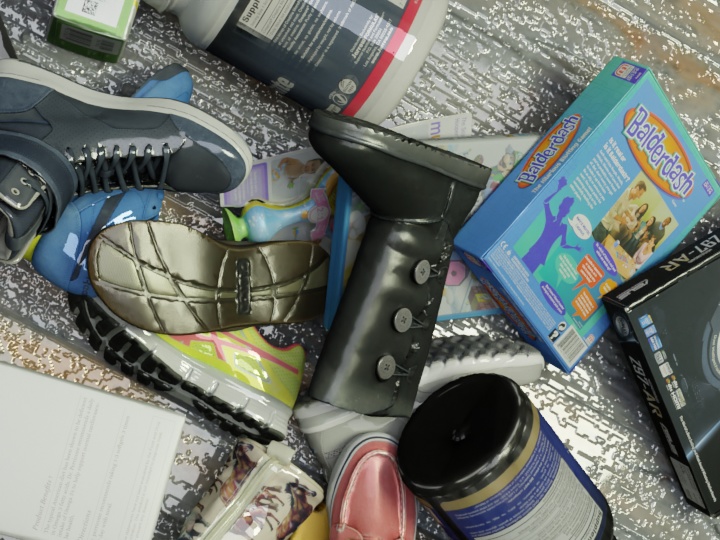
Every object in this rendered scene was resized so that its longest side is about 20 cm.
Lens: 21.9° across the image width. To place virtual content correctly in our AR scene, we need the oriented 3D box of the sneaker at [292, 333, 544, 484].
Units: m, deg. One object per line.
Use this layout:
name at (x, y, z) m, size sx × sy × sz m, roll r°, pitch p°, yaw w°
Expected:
sneaker at (0.049, 0.106, 1.445) m, size 0.199 × 0.075 × 0.082 m, roll -16°, pitch 104°, yaw -5°

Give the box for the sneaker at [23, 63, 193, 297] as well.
sneaker at (-0.169, -0.064, 1.380) m, size 0.078 × 0.066 × 0.200 m, roll 31°, pitch 64°, yaw 4°

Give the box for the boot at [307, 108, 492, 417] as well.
boot at (0.001, 0.000, 1.327) m, size 0.164 × 0.066 × 0.201 m, roll 17°, pitch 98°, yaw -38°

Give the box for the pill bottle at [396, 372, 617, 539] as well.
pill bottle at (0.121, 0.179, 1.400) m, size 0.112 × 0.112 × 0.200 m, roll -45°, pitch 123°, yaw -11°

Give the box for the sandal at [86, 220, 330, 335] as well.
sandal at (-0.111, 0.004, 1.358) m, size 0.199 × 0.054 × 0.082 m, roll -1°, pitch 92°, yaw -34°

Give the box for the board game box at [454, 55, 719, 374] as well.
board game box at (0.180, -0.042, 1.450) m, size 0.200 × 0.045 × 0.152 m, roll -47°, pitch 128°, yaw -10°

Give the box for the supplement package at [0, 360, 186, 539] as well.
supplement package at (-0.241, 0.131, 1.347) m, size 0.199 × 0.117 × 0.117 m, roll 17°, pitch 85°, yaw -11°

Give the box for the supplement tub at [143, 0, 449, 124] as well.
supplement tub at (-0.047, -0.205, 1.391) m, size 0.199 × 0.140 × 0.141 m, roll 29°, pitch 82°, yaw -12°

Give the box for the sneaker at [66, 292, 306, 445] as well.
sneaker at (-0.128, 0.047, 1.405) m, size 0.200 × 0.078 × 0.091 m, roll 33°, pitch 67°, yaw -11°

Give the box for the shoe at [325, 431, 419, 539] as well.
shoe at (0.009, 0.223, 1.369) m, size 0.071 × 0.091 × 0.201 m, roll 6°, pitch 93°, yaw -8°

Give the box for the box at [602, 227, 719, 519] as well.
box at (0.300, 0.072, 1.481) m, size 0.160 × 0.044 × 0.201 m, roll -28°, pitch 109°, yaw -12°

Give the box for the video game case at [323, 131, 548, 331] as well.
video game case at (0.065, -0.030, 1.413) m, size 0.199 × 0.018 × 0.144 m, roll -6°, pitch 111°, yaw -34°

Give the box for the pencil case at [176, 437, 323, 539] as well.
pencil case at (-0.113, 0.215, 1.384) m, size 0.078 × 0.089 × 0.200 m, roll 38°, pitch 80°, yaw 7°

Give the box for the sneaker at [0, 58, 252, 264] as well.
sneaker at (-0.184, -0.059, 1.277) m, size 0.201 × 0.077 × 0.147 m, roll 14°, pitch 45°, yaw 0°

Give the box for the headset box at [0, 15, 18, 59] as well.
headset box at (-0.322, -0.131, 1.363) m, size 0.148 × 0.077 × 0.201 m, roll -23°, pitch 91°, yaw -13°

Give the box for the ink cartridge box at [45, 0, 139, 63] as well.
ink cartridge box at (-0.177, -0.264, 1.387) m, size 0.059 × 0.104 × 0.201 m, roll 17°, pitch 83°, yaw -10°

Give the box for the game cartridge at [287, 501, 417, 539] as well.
game cartridge at (-0.002, 0.298, 1.438) m, size 0.176 × 0.032 × 0.201 m, roll 24°, pitch 80°, yaw -10°

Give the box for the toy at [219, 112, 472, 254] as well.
toy at (-0.006, -0.045, 1.412) m, size 0.199 × 0.115 × 0.047 m, roll -11°, pitch 47°, yaw -11°
